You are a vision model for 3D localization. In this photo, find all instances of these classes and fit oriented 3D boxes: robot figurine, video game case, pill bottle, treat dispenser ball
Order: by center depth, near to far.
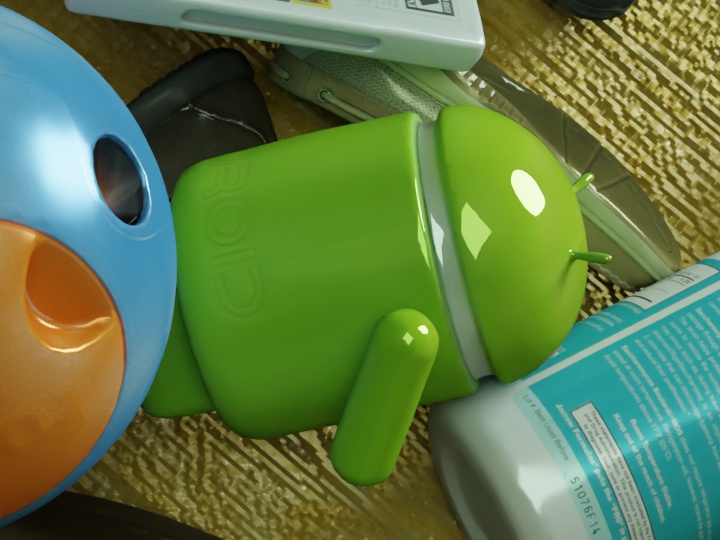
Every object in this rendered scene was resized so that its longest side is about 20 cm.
[{"bbox_3d":[-0.166,-0.002,0.827,0.200,0.201,0.202,2,76,-7],"label":"treat dispenser ball"},{"bbox_3d":[0.000,0.000,0.927,0.199,0.176,0.116,-13,119,8],"label":"robot figurine"},{"bbox_3d":[0.137,0.061,0.977,0.200,0.111,0.111,-26,81,-12],"label":"pill bottle"},{"bbox_3d":[-0.046,-0.179,1.000,0.181,0.023,0.200,7,54,-23],"label":"video game case"}]

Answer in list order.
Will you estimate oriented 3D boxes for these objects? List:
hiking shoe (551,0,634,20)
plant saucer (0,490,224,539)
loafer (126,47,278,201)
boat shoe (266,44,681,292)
[{"bbox_3d":[0.115,-0.216,1.047,0.075,0.101,0.201,8,75,-5],"label":"hiking shoe"},{"bbox_3d":[-0.096,0.127,0.889,0.199,0.200,0.030,18,100,-3],"label":"plant saucer"},{"bbox_3d":[-0.112,-0.016,0.983,0.200,0.073,0.071,-37,84,-13],"label":"loafer"},{"bbox_3d":[0.051,-0.051,1.021,0.200,0.073,0.063,38,109,0],"label":"boat shoe"}]
